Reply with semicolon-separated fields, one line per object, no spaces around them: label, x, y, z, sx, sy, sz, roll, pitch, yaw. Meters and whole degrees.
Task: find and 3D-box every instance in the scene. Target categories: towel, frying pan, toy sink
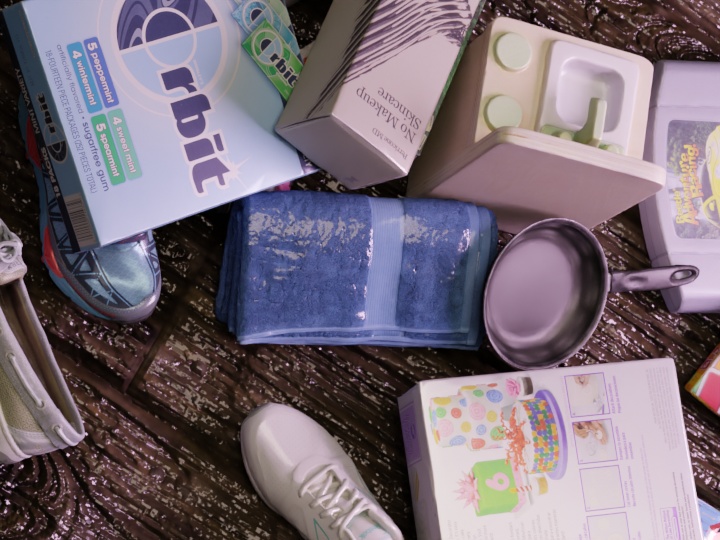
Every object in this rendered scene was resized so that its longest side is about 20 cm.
towel;0.000;0.000;1.670;0.200;0.049;0.112;3;104;-17
frying pan;0.162;-0.002;1.708;0.190;0.031;0.115;-32;119;-24
toy sink;0.131;-0.105;1.674;0.130;0.200;0.112;13;75;-14

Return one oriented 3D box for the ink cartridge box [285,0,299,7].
ink cartridge box;-0.042;-0.288;1.718;0.200;0.084;0.146;-31;90;-21

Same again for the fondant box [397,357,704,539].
fondant box;0.137;0.146;1.661;0.200;0.058;0.145;-4;78;-18

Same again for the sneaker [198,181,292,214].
sneaker;-0.120;-0.133;1.662;0.086;0.080;0.200;-20;84;-19

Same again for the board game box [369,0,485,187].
board game box;0.054;-0.161;1.712;0.023;0.105;0.200;27;72;-10

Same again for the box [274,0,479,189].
box;0.021;-0.162;1.622;0.082;0.068;0.200;36;62;-29

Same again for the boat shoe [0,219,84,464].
boat shoe;-0.242;0.029;1.578;0.065;0.074;0.202;-15;86;14

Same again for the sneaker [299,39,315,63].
sneaker;0.016;-0.169;1.709;0.077;0.073;0.200;29;75;31

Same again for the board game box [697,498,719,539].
board game box;0.194;0.222;1.712;0.200;0.037;0.151;31;71;-9

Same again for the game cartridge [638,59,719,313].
game cartridge;0.282;-0.066;1.805;0.133;0.041;0.200;-1;79;-15

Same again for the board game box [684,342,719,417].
board game box;0.356;0.116;1.779;0.200;0.030;0.096;39;90;-9

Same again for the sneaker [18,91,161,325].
sneaker;-0.189;-0.059;1.613;0.079;0.096;0.200;-18;84;-20

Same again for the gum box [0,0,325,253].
gum box;-0.129;-0.122;1.577;0.200;0.045;0.170;-20;96;-35

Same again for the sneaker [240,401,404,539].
sneaker;-0.010;0.174;1.633;0.070;0.080;0.200;-36;90;-20
